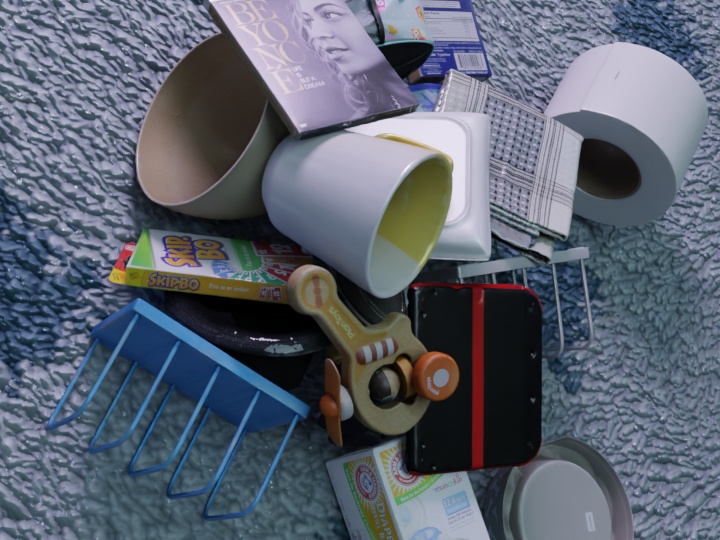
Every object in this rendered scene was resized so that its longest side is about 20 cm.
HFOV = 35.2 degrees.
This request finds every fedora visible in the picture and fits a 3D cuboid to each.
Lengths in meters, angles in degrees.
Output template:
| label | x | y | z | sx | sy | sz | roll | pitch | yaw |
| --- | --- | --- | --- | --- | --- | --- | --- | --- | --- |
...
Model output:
| label | x | y | z | sx | sy | sz | roll | pitch | yaw |
| --- | --- | --- | --- | --- | --- | --- | --- | --- | --- |
| fedora | -0.108 | 0.063 | 1.165 | 0.200 | 0.200 | 0.092 | -13 | 123 | -34 |

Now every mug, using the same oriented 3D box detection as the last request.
| label | x | y | z | sx | sy | sz | roll | pitch | yaw |
| --- | --- | --- | --- | --- | --- | --- | --- | --- | --- |
| mug | -0.004 | -0.069 | 1.124 | 0.186 | 0.153 | 0.150 | 5 | 108 | -64 |

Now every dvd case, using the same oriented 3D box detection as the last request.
| label | x | y | z | sx | sy | sz | roll | pitch | yaw |
| --- | --- | --- | --- | --- | --- | --- | --- | --- | --- |
| dvd case | -0.051 | -0.220 | 1.134 | 0.148 | 0.016 | 0.200 | -18 | 62 | -33 |

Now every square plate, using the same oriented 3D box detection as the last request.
| label | x | y | z | sx | sy | sz | roll | pitch | yaw |
| --- | --- | --- | --- | --- | --- | --- | --- | --- | --- |
| square plate | 0.042 | -0.101 | 1.220 | 0.197 | 0.028 | 0.201 | 2 | 56 | 3 |

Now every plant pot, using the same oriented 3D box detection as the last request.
| label | x | y | z | sx | sy | sz | roll | pitch | yaw |
| --- | --- | --- | --- | --- | --- | --- | --- | --- | --- |
| plant pot | -0.123 | -0.134 | 1.208 | 0.134 | 0.200 | 0.201 | 30 | 58 | -44 |

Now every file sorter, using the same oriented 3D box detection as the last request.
| label | x | y | z | sx | sy | sz | roll | pitch | yaw |
| --- | --- | --- | --- | --- | --- | --- | --- | --- | --- |
| file sorter | 0.157 | 0.050 | 1.335 | 0.199 | 0.139 | 0.125 | -9 | 90 | -34 |
| file sorter | -0.180 | 0.142 | 1.099 | 0.200 | 0.139 | 0.123 | 34 | 63 | -18 |

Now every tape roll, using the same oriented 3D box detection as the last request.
| label | x | y | z | sx | sy | sz | roll | pitch | yaw |
| --- | --- | --- | --- | --- | --- | --- | --- | --- | --- |
| tape roll | 0.338 | -0.176 | 1.491 | 0.203 | 0.203 | 0.139 | 42 | 57 | -14 |

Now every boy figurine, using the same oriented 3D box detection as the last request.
| label | x | y | z | sx | sy | sz | roll | pitch | yaw |
| --- | --- | --- | --- | --- | --- | --- | --- | --- | --- |
| boy figurine | -0.003 | 0.088 | 1.217 | 0.125 | 0.064 | 0.201 | 66 | 26 | -50 |

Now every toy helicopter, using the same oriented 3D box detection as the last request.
| label | x | y | z | sx | sy | sz | roll | pitch | yaw |
| --- | --- | --- | --- | --- | --- | --- | --- | --- | --- |
| toy helicopter | -0.009 | 0.080 | 1.081 | 0.132 | 0.079 | 0.200 | -45 | 115 | -15 |

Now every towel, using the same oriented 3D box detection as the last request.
| label | x | y | z | sx | sy | sz | roll | pitch | yaw |
| --- | --- | --- | --- | --- | --- | --- | --- | --- | --- |
| towel | 0.161 | -0.123 | 1.299 | 0.192 | 0.035 | 0.201 | 26 | 57 | -12 |

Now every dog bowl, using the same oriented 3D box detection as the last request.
| label | x | y | z | sx | sy | sz | roll | pitch | yaw |
| --- | --- | --- | --- | --- | --- | --- | --- | --- | --- |
| dog bowl | 0.232 | 0.300 | 1.351 | 0.199 | 0.059 | 0.201 | 10 | 69 | -29 |

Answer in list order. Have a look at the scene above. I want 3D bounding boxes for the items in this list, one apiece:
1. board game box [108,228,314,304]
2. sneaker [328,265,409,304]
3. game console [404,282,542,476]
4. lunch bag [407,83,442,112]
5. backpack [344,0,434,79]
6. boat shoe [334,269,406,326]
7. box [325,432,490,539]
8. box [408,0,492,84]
| label | x | y | z | sx | sy | sz | roll | pitch | yaw |
| --- | --- | --- | --- | --- | --- | --- | --- | --- | --- |
| board game box | -0.148 | -0.005 | 1.156 | 0.199 | 0.030 | 0.096 | 4 | 25 | -1 |
| sneaker | 0.000 | 0.000 | 1.307 | 0.071 | 0.073 | 0.201 | -15 | 73 | -25 |
| game console | 0.122 | 0.114 | 1.216 | 0.176 | 0.031 | 0.201 | 1 | 88 | -30 |
| lunch bag | 0.094 | -0.134 | 1.376 | 0.200 | 0.127 | 0.171 | -16 | 78 | -47 |
| backpack | -0.021 | -0.272 | 1.310 | 0.199 | 0.176 | 0.154 | -6 | 77 | -29 |
| boat shoe | 0.005 | -0.022 | 1.209 | 0.067 | 0.057 | 0.200 | 1 | 47 | -27 |
| box | 0.059 | 0.276 | 1.223 | 0.112 | 0.101 | 0.201 | -14 | 82 | -35 |
| box | 0.096 | -0.343 | 1.497 | 0.121 | 0.032 | 0.201 | -7 | 79 | -34 |
